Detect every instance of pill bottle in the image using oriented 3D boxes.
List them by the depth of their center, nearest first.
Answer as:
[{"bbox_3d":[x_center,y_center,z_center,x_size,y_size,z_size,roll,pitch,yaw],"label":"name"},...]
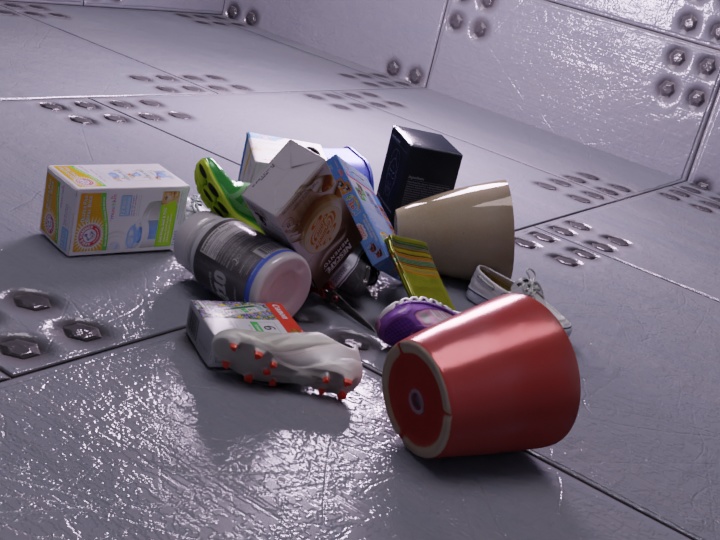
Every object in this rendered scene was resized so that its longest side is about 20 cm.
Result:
[{"bbox_3d":[-0.177,-0.009,1.558,0.199,0.115,0.113,29,24,36],"label":"pill bottle"}]

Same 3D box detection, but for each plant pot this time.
[{"bbox_3d":[0.135,0.139,1.291,0.176,0.202,0.200,-11,30,-31],"label":"plant pot"},{"bbox_3d":[0.162,-0.064,1.900,0.198,0.189,0.188,-2,20,-2],"label":"plant pot"}]

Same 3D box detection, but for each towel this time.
[{"bbox_3d":[0.105,0.026,1.669,0.086,0.018,0.201,7,46,-36],"label":"towel"}]

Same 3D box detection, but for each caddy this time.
[{"bbox_3d":[-0.034,-0.158,2.033,0.104,0.142,0.200,0,24,-23],"label":"caddy"}]

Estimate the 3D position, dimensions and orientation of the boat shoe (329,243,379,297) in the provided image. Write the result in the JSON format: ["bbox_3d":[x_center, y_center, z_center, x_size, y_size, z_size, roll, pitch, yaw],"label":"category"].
[{"bbox_3d":[0.000,0.000,1.742,0.066,0.070,0.200,39,12,-2],"label":"boat shoe"}]

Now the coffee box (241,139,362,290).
[{"bbox_3d":[-0.082,-0.079,1.568,0.079,0.115,0.200,31,-17,32],"label":"coffee box"}]

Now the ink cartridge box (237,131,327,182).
[{"bbox_3d":[-0.141,-0.144,1.909,0.146,0.146,0.200,9,20,-13],"label":"ink cartridge box"}]

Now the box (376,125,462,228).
[{"bbox_3d":[0.103,-0.156,2.033,0.106,0.201,0.149,8,20,-15],"label":"box"}]

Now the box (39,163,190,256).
[{"bbox_3d":[-0.383,-0.097,1.655,0.199,0.113,0.101,-5,28,-43],"label":"box"}]

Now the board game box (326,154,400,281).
[{"bbox_3d":[0.015,-0.086,1.786,0.201,0.036,0.151,63,13,19],"label":"board game box"}]

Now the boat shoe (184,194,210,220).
[{"bbox_3d":[-0.323,-0.111,1.809,0.200,0.065,0.074,15,19,2],"label":"boat shoe"}]

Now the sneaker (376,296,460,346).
[{"bbox_3d":[0.122,0.097,1.541,0.198,0.081,0.089,9,27,-17],"label":"sneaker"}]

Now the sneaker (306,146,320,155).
[{"bbox_3d":[-0.084,-0.148,1.673,0.074,0.088,0.200,40,7,18],"label":"sneaker"}]

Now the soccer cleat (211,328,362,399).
[{"bbox_3d":[-0.093,0.107,1.355,0.198,0.070,0.078,16,43,-13],"label":"soccer cleat"}]

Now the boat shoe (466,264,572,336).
[{"bbox_3d":[0.273,0.040,1.783,0.201,0.087,0.074,28,24,36],"label":"boat shoe"}]

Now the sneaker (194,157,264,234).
[{"bbox_3d":[-0.177,-0.105,1.638,0.200,0.084,0.074,45,-26,-23],"label":"sneaker"}]

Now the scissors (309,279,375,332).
[{"bbox_3d":[-0.049,0.042,1.643,0.200,0.073,0.014,54,18,26],"label":"scissors"}]

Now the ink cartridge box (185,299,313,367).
[{"bbox_3d":[-0.124,0.085,1.429,0.199,0.051,0.109,3,22,-28],"label":"ink cartridge box"}]
